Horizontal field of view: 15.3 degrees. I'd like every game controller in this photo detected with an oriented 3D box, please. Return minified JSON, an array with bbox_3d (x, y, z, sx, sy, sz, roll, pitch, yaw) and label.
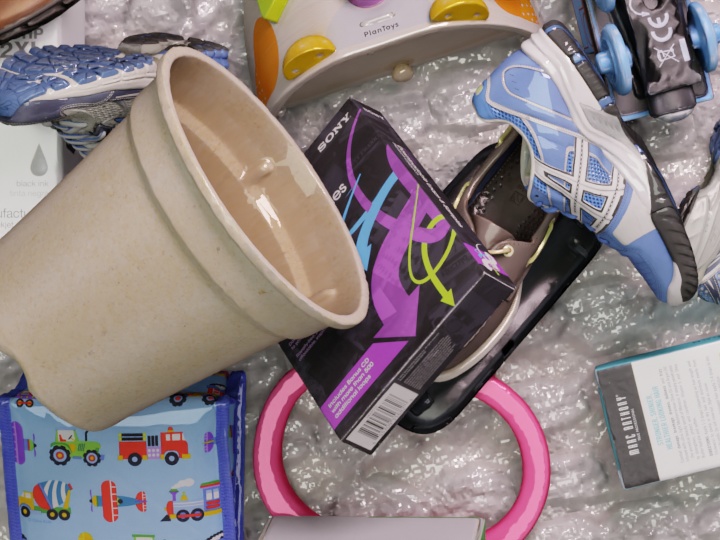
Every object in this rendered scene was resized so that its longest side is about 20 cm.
[{"bbox_3d":[0.069,0.009,1.751,0.104,0.042,0.200,38,77,16],"label":"game controller"}]

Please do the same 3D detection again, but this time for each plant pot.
[{"bbox_3d":[-0.126,-0.002,1.639,0.183,0.200,0.201,-35,89,16],"label":"plant pot"}]

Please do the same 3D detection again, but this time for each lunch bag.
[{"bbox_3d":[-0.153,0.172,1.770,0.150,0.094,0.201,0,100,5],"label":"lunch bag"}]

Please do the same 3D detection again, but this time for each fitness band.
[{"bbox_3d":[0.027,0.125,1.779,0.199,0.037,0.144,9,93,6],"label":"fitness band"}]

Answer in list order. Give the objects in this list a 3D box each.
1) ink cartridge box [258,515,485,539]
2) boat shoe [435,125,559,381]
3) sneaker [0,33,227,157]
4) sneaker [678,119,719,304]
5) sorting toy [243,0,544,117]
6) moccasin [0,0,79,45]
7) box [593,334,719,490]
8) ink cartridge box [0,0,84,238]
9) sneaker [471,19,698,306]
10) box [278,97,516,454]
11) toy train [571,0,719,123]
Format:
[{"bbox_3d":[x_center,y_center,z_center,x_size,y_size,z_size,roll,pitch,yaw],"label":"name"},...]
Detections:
[{"bbox_3d":[0.010,0.267,1.744,0.145,0.084,0.201,-1,103,7],"label":"ink cartridge box"},{"bbox_3d":[0.085,-0.023,1.706,0.072,0.060,0.200,30,76,14],"label":"boat shoe"},{"bbox_3d":[-0.155,-0.099,1.711,0.077,0.200,0.086,14,106,36],"label":"sneaker"},{"bbox_3d":[0.266,-0.065,1.738,0.085,0.077,0.201,23,103,-3],"label":"sneaker"},{"bbox_3d":[-0.001,-0.212,1.753,0.199,0.107,0.181,-18,71,6],"label":"sorting toy"},{"bbox_3d":[-0.256,-0.174,1.698,0.201,0.074,0.078,-18,97,14],"label":"moccasin"},{"bbox_3d":[0.258,0.079,1.748,0.199,0.049,0.083,-14,90,6],"label":"box"},{"bbox_3d":[-0.260,-0.105,1.773,0.145,0.084,0.201,0,92,5],"label":"ink cartridge box"},{"bbox_3d":[0.144,-0.058,1.669,0.077,0.076,0.200,-32,105,8],"label":"sneaker"},{"bbox_3d":[0.000,0.000,1.706,0.143,0.036,0.200,-50,43,14],"label":"box"},{"bbox_3d":[0.172,-0.191,1.714,0.086,0.114,0.201,-15,91,-6],"label":"toy train"}]
